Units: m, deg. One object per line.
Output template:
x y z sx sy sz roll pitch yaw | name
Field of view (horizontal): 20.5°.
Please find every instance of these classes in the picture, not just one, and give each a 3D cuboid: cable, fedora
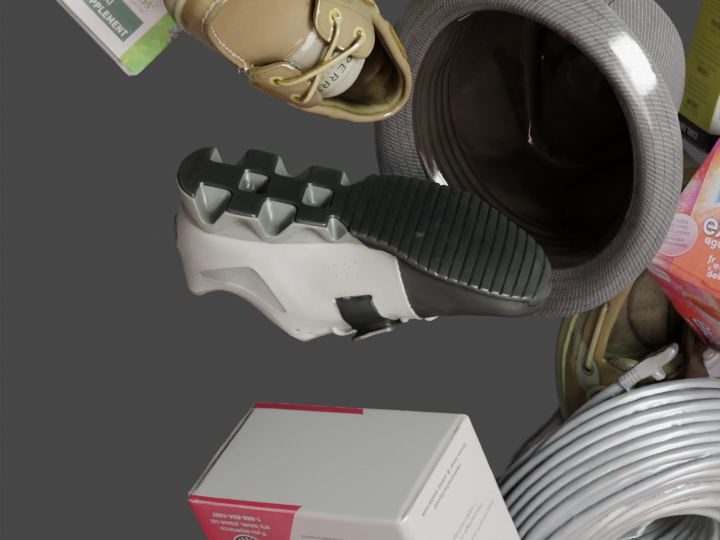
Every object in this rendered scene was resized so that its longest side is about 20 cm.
0.166 0.145 1.158 0.199 0.070 0.200 -37 139 15 | cable
0.100 -0.083 1.030 0.090 0.176 0.201 -42 155 -38 | fedora

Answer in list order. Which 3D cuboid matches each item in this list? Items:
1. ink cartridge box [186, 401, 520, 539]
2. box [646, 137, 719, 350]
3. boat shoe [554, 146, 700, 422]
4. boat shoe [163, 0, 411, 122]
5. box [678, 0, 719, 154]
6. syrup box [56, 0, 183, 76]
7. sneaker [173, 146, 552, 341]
0.015 0.176 1.095 0.084 0.144 0.201 -54 132 -40 | ink cartridge box
0.244 0.010 1.096 0.103 0.094 0.200 -55 146 -7 | box
0.162 0.028 1.137 0.073 0.063 0.202 1 115 -22 | boat shoe
-0.023 -0.112 0.933 0.074 0.066 0.200 -45 163 15 | boat shoe
0.233 -0.161 1.085 0.075 0.050 0.202 6 111 -24 | box
-0.069 -0.196 0.931 0.200 0.082 0.079 -42 123 3 | syrup box
0.000 0.000 1.033 0.198 0.074 0.089 15 128 9 | sneaker
